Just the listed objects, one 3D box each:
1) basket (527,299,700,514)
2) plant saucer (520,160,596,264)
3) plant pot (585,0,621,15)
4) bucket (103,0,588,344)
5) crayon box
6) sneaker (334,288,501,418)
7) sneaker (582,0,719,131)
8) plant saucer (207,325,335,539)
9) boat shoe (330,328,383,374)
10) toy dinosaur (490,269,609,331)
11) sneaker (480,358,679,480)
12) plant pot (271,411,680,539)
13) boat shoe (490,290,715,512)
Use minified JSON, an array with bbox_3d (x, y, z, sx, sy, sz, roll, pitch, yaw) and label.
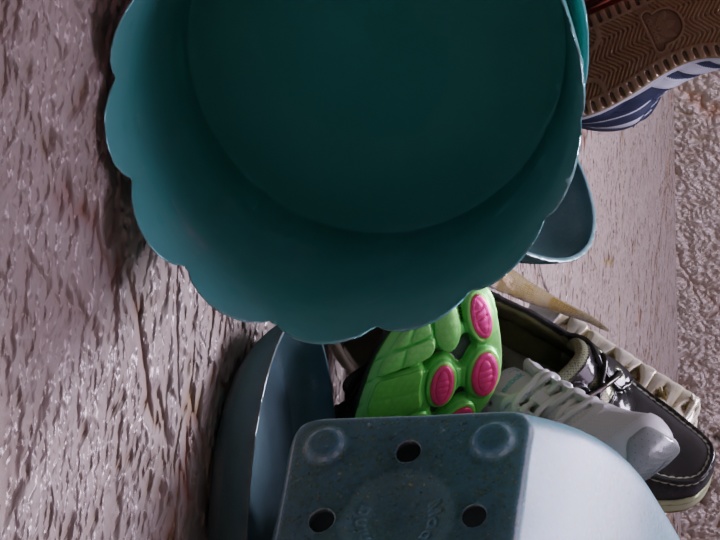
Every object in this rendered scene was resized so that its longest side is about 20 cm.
[{"bbox_3d":[0.102,0.143,1.641,0.200,0.123,0.136,-51,161,-31],"label":"basket"},{"bbox_3d":[0.053,-0.076,1.584,0.199,0.036,0.201,35,31,-25],"label":"plant saucer"},{"bbox_3d":[0.075,-0.218,1.559,0.195,0.199,0.202,-40,131,-63],"label":"plant pot"},{"bbox_3d":[0.001,-0.083,1.168,0.135,0.205,0.209,-65,155,-73],"label":"bucket"},{"bbox_3d":[-0.040,-0.164,1.297,0.127,0.050,0.202,-50,141,-72],"label":"crayon box"},{"bbox_3d":[0.017,0.069,1.478,0.201,0.076,0.084,112,-32,-42],"label":"sneaker"},{"bbox_3d":[0.194,-0.137,1.631,0.108,0.199,0.071,31,39,-82],"label":"sneaker"},{"bbox_3d":[-0.044,0.122,1.383,0.200,0.027,0.202,3,90,-78],"label":"plant saucer"},{"bbox_3d":[0.000,0.000,1.481,0.200,0.071,0.063,79,12,-68],"label":"boat shoe"},{"bbox_3d":[0.052,-0.020,1.625,0.199,0.058,0.102,28,39,-31],"label":"toy dinosaur"},{"bbox_3d":[0.097,0.089,1.451,0.081,0.070,0.200,64,-22,-3],"label":"sneaker"},{"bbox_3d":[0.043,0.171,1.306,0.201,0.194,0.197,67,26,-48],"label":"plant pot"},{"bbox_3d":[0.112,0.068,1.564,0.072,0.200,0.066,-59,175,-37],"label":"boat shoe"}]
